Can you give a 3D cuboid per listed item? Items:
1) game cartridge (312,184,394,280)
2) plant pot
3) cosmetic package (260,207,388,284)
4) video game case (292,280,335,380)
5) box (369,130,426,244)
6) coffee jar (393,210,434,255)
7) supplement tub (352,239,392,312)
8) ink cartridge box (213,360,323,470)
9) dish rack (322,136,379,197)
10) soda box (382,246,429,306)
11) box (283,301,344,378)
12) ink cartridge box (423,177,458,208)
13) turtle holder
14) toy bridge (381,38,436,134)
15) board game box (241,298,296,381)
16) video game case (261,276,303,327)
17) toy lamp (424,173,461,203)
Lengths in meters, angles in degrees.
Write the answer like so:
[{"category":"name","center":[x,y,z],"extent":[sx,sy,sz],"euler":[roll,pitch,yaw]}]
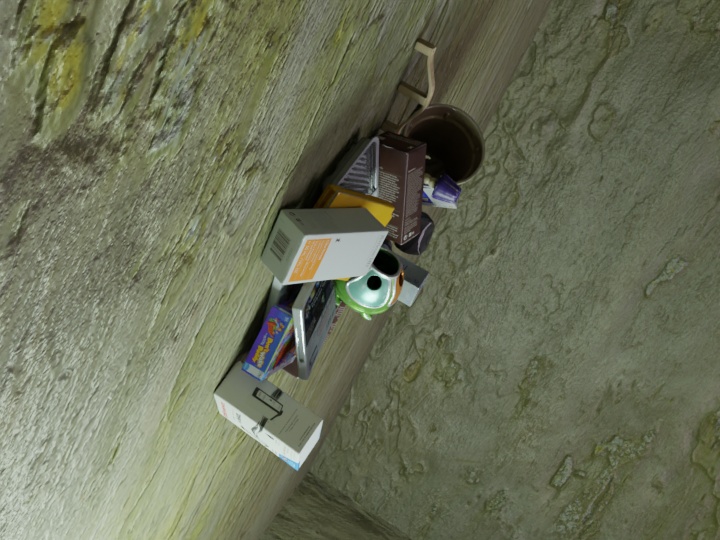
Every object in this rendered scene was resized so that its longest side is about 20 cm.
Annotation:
[{"category":"game cartridge","center":[-0.038,-0.063,1.402],"extent":[0.177,0.032,0.199],"euler":[-55,152,16]},{"category":"plant pot","center":[0.172,-0.265,1.860],"extent":[0.201,0.200,0.184],"euler":[-57,-178,-20]},{"category":"cosmetic package","center":[-0.057,-0.043,1.295],"extent":[0.199,0.071,0.102],"euler":[-7,133,-47]},{"category":"video game case","center":[-0.087,0.077,1.507],"extent":[0.201,0.023,0.183],"euler":[-67,161,-49]},{"category":"box","center":[0.068,-0.166,1.565],"extent":[0.075,0.100,0.202],"euler":[-33,136,-42]},{"category":"coffee jar","center":[0.101,-0.118,1.852],"extent":[0.105,0.085,0.200],"euler":[-70,-153,21]},{"category":"supplement tub","center":[0.016,0.004,1.837],"extent":[0.201,0.106,0.107],"euler":[-81,-171,-45]},{"category":"ink cartridge box","center":[-0.177,0.279,1.496],"extent":[0.085,0.199,0.146],"euler":[-53,169,-23]},{"category":"dish rack","center":[-0.022,-0.142,1.454],"extent":[0.172,0.043,0.201],"euler":[-54,160,-32]},{"category":"soda box","center":[0.048,-0.005,1.735],"extent":[0.068,0.199,0.064],"euler":[-52,167,-47]},{"category":"box","center":[-0.114,0.141,1.787],"extent":[0.201,0.074,0.100],"euler":[-62,172,-1]},{"category":"ink cartridge box","center":[0.156,-0.179,1.739],"extent":[0.200,0.094,0.038],"euler":[22,76,-72]},{"category":"turtle holder","center":[0.009,-0.002,1.619],"extent":[0.141,0.186,0.132],"euler":[-35,173,-38]},{"category":"toy bridge","center":[0.105,-0.345,1.524],"extent":[0.027,0.067,0.201],"euler":[-47,163,-56]},{"category":"board game box","center":[-0.150,0.127,1.509],"extent":[0.135,0.044,0.200],"euler":[-63,171,9]},{"category":"video game case","center":[-0.122,0.006,1.504],"extent":[0.183,0.023,0.201],"euler":[-53,168,-42]},{"category":"toy lamp","center":[0.115,-0.201,1.608],"extent":[0.059,0.199,0.058],"euler":[-58,171,-15]}]
